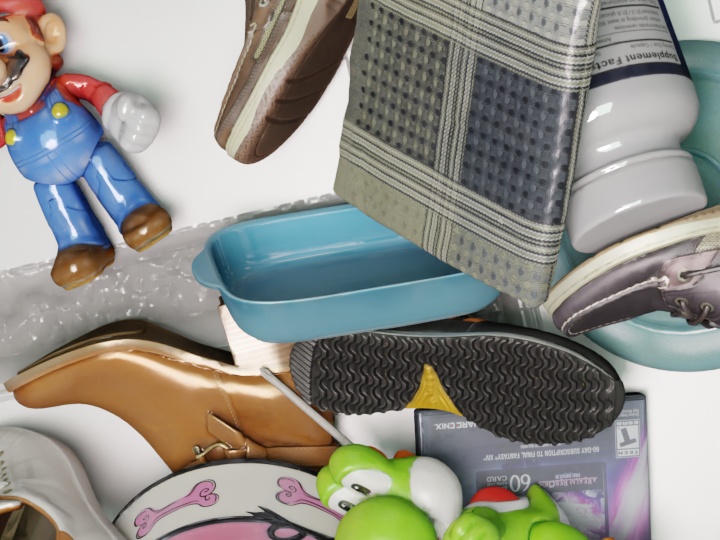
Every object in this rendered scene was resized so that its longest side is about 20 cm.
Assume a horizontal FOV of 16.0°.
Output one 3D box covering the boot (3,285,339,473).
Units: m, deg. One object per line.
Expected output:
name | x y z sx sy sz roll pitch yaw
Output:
boot | -0.112 0.104 1.588 0.200 0.074 0.155 -14 98 12

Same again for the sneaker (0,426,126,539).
sneaker | -0.208 0.141 1.548 0.085 0.200 0.073 21 98 -38

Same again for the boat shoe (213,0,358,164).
boat shoe | -0.041 -0.164 1.556 0.075 0.075 0.203 32 94 18

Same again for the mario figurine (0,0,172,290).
mario figurine | -0.201 -0.086 1.560 0.123 0.106 0.200 -36 99 -24

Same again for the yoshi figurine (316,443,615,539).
yoshi figurine | 0.062 0.174 1.498 0.200 0.112 0.113 25 93 -9

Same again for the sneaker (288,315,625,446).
sneaker | 0.062 0.047 1.539 0.200 0.090 0.070 6 118 9

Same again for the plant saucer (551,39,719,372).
plant saucer | 0.193 -0.040 1.528 0.200 0.027 0.201 -1 86 17

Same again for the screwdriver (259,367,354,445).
screwdriver | 0.013 0.124 1.564 0.200 0.029 0.028 42 88 -19

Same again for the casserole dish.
casserole dish | 0.000 0.000 1.528 0.200 0.121 0.039 -10 117 -10

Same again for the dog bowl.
dog bowl | -0.068 0.217 1.556 0.200 0.074 0.200 1 118 1

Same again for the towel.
towel | 0.060 -0.100 1.468 0.200 0.034 0.193 32 122 46

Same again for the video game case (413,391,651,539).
video game case | 0.108 0.179 1.570 0.143 0.019 0.200 -4 95 -9

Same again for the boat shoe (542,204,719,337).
boat shoe | 0.204 0.002 1.471 0.200 0.072 0.065 -21 75 8

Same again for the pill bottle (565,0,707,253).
pill bottle | 0.130 -0.117 1.481 0.111 0.111 0.200 -20 74 10
